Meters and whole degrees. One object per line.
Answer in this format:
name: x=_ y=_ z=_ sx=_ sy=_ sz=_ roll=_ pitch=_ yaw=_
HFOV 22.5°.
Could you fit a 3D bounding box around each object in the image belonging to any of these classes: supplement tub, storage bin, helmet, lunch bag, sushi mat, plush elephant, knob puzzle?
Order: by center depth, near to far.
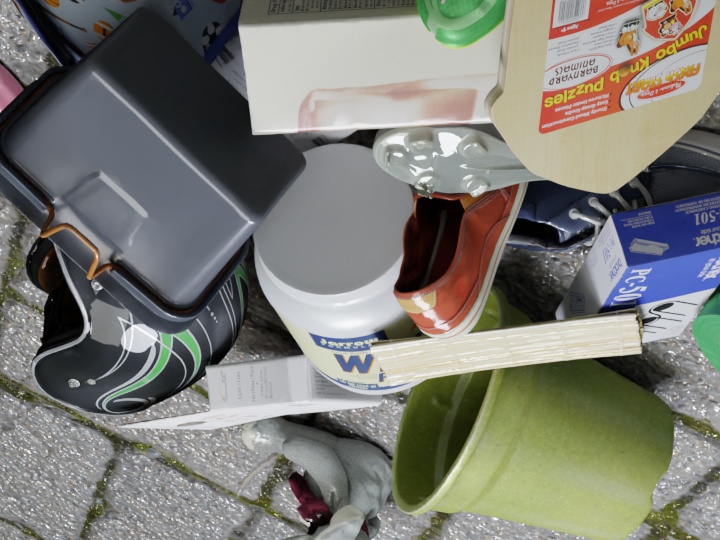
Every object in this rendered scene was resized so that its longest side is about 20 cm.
knob puzzle: x=0.163 y=-0.135 z=1.165 sx=0.030 sy=0.220 sz=0.220 roll=54 pitch=166 yaw=41
storage bin: x=-0.146 y=-0.072 z=1.240 sx=0.200 sy=0.146 sz=0.134 roll=43 pitch=135 yaw=-8
lunch bag: x=-0.197 y=-0.227 z=1.302 sx=0.200 sy=0.124 sz=0.170 roll=7 pitch=142 yaw=42
sushi mat: x=0.111 y=0.057 z=1.350 sx=0.200 sy=0.012 sz=0.096 roll=-8 pitch=158 yaw=11
supplement tub: x=0.000 y=0.000 z=1.404 sx=0.145 sy=0.145 sz=0.200 roll=13 pitch=161 yaw=17
helmet: x=-0.192 y=0.012 z=1.543 sx=0.200 sy=0.200 sz=0.191 roll=33 pitch=123 yaw=-10
plush elephant: x=-0.030 y=0.250 z=1.771 sx=0.200 sy=0.155 sz=0.165 roll=4 pitch=139 yaw=29

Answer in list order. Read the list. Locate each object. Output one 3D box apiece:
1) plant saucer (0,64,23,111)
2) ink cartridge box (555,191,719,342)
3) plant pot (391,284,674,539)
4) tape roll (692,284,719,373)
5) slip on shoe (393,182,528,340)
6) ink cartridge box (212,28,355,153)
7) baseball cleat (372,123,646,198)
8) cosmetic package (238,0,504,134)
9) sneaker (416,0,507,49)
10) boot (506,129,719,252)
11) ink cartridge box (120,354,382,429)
plant saucer: x=-0.376 y=-0.133 z=1.590 sx=0.200 sy=0.051 sz=0.201 roll=17 pitch=143 yaw=13
ink cartridge box: x=0.210 y=0.006 z=1.331 sx=0.094 sy=0.044 sz=0.200 roll=-12 pitch=160 yaw=-9
plant pot: x=0.151 y=0.137 z=1.508 sx=0.184 sy=0.200 sz=0.200 roll=22 pitch=146 yaw=-14
tape roll: x=0.343 y=0.076 z=1.344 sx=0.200 sy=0.048 sz=0.200 roll=35 pitch=168 yaw=9
slip on shoe: x=0.071 y=-0.051 z=1.289 sx=0.074 sy=0.200 sz=0.061 roll=-1 pitch=154 yaw=42
ink cartridge box: x=-0.057 y=-0.146 z=1.359 sx=0.116 sy=0.067 sz=0.200 roll=40 pitch=142 yaw=-19
baseball cleat: x=0.104 y=-0.104 z=1.261 sx=0.200 sy=0.106 sz=0.070 roll=2 pitch=141 yaw=-10
cosmetic package: x=0.025 y=-0.153 z=1.206 sx=0.200 sy=0.103 sz=0.087 roll=-1 pitch=123 yaw=5
sneaker: x=0.091 y=-0.224 z=1.088 sx=0.074 sy=0.084 sz=0.200 roll=37 pitch=110 yaw=8
boot: x=0.184 y=-0.050 z=1.312 sx=0.200 sy=0.090 sz=0.073 roll=3 pitch=139 yaw=29
ink cartridge box: x=-0.093 y=0.108 z=1.599 sx=0.176 sy=0.045 sz=0.200 roll=-8 pitch=173 yaw=17
